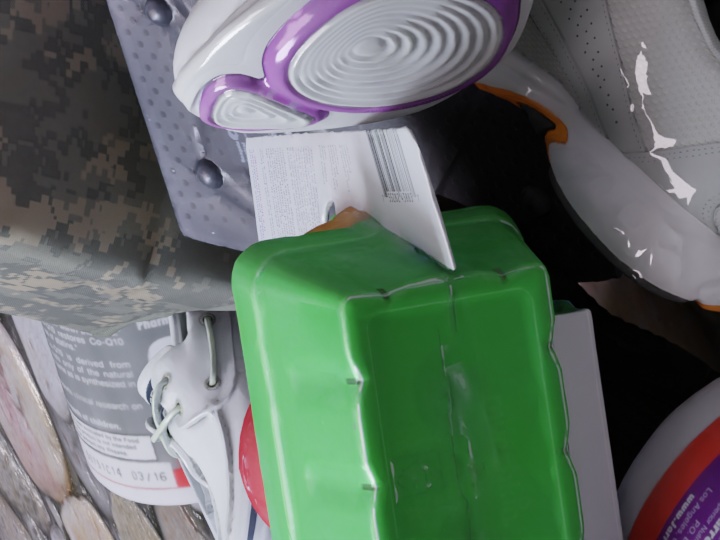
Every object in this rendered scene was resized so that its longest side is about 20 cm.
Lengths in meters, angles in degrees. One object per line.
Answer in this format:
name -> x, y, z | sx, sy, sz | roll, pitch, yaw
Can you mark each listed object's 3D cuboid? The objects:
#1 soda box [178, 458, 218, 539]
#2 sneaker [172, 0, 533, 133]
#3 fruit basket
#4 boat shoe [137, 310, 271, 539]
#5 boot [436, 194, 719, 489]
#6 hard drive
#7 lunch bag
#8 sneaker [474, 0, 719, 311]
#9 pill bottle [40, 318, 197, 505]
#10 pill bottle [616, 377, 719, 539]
soda box -> -0.027, 0.121, 1.309 | 0.200, 0.068, 0.064 | 72, 172, -54
sneaker -> 0.024, -0.116, 0.816 | 0.075, 0.200, 0.100 | 31, -154, -46
fruit basket -> 0.009, 0.048, 0.882 | 0.200, 0.094, 0.186 | -171, 72, -79
boat shoe -> -0.057, 0.054, 1.188 | 0.200, 0.067, 0.074 | -93, 12, -50
boot -> 0.057, 0.079, 0.995 | 0.200, 0.073, 0.151 | 37, 142, 5
hard drive -> 0.003, -0.065, 1.004 | 0.200, 0.042, 0.135 | 6, 123, 41
lunch bag -> -0.125, -0.088, 1.137 | 0.117, 0.164, 0.200 | -9, 75, 40
sneaker -> 0.069, -0.085, 0.854 | 0.200, 0.076, 0.092 | 47, 117, 21
pill bottle -> -0.093, -0.006, 1.320 | 0.114, 0.114, 0.200 | 36, 147, 54
pill bottle -> 0.160, 0.114, 0.801 | 0.200, 0.112, 0.113 | 44, 152, 45
